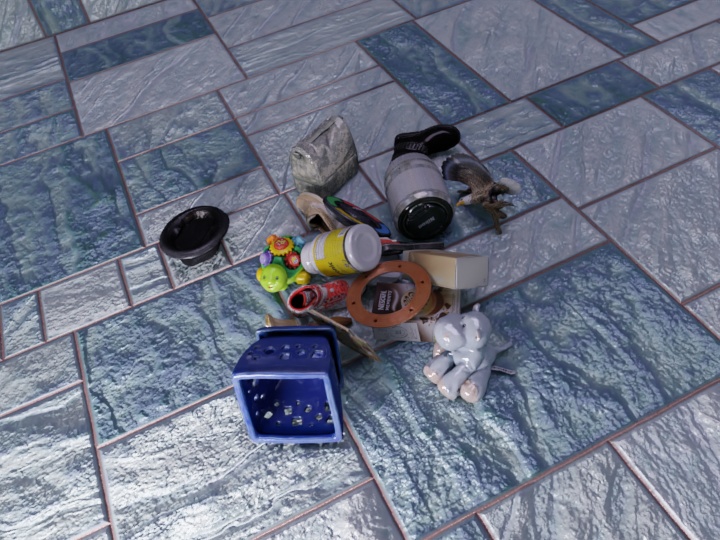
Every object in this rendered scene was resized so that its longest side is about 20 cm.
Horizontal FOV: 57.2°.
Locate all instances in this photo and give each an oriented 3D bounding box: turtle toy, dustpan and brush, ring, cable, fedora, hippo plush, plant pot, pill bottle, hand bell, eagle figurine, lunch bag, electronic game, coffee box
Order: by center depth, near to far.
[{"bbox_3d":[-0.134,0.224,1.368,0.198,0.201,0.180,-2,35,8],"label":"plant pot"},{"bbox_3d":[0.228,0.171,1.382,0.198,0.162,0.160,-2,47,7],"label":"hippo plush"},{"bbox_3d":[0.064,0.054,1.499,0.199,0.019,0.201,-12,43,12],"label":"ring"},{"bbox_3d":[0.130,0.097,1.522,0.198,0.080,0.114,1,48,11],"label":"coffee box"},{"bbox_3d":[-0.115,0.136,1.540,0.198,0.105,0.105,-9,45,-16],"label":"hand bell"},{"bbox_3d":[-0.053,-0.043,1.596,0.199,0.112,0.112,-9,36,47],"label":"pill bottle"},{"bbox_3d":[0.113,-0.068,1.641,0.198,0.097,0.051,-8,87,-3],"label":"cable"},{"bbox_3d":[0.000,0.000,1.661,0.198,0.058,0.140,-1,35,0],"label":"dustpan and brush"},{"bbox_3d":[-0.197,-0.019,1.670,0.144,0.102,0.201,3,48,12],"label":"turtle toy"},{"bbox_3d":[-0.009,-0.139,1.716,0.199,0.042,0.200,27,15,-8],"label":"electronic game"},{"bbox_3d":[0.307,-0.212,1.721,0.149,0.153,0.201,-2,42,-18],"label":"eagle figurine"},{"bbox_3d":[-0.435,-0.081,1.773,0.198,0.092,0.202,-5,47,5],"label":"fedora"},{"bbox_3d":[-0.106,-0.331,1.897,0.139,0.169,0.200,26,56,29],"label":"lunch bag"}]

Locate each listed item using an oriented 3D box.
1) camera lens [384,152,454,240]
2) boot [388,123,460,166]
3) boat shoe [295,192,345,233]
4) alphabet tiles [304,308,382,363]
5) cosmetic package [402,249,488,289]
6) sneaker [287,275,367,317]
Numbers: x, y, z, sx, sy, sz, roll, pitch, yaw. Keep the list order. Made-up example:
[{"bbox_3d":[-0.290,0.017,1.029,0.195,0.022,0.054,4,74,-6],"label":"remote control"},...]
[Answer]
[{"bbox_3d":[0.150,-0.191,1.731,0.158,0.161,0.201,-12,46,-1],"label":"camera lens"},{"bbox_3d":[0.188,-0.341,1.916,0.209,0.080,0.159,-10,39,15],"label":"boot"},{"bbox_3d":[-0.116,-0.147,1.794,0.069,0.074,0.199,-35,52,-29],"label":"boat shoe"},{"bbox_3d":[-0.036,0.142,1.430,0.166,0.200,0.006,26,75,26],"label":"alphabet tiles"},{"bbox_3d":[0.194,-0.006,1.533,0.104,0.072,0.199,-4,7,-34],"label":"cosmetic package"},{"bbox_3d":[-0.078,0.058,1.562,0.200,0.108,0.068,-19,79,-2],"label":"sneaker"}]
